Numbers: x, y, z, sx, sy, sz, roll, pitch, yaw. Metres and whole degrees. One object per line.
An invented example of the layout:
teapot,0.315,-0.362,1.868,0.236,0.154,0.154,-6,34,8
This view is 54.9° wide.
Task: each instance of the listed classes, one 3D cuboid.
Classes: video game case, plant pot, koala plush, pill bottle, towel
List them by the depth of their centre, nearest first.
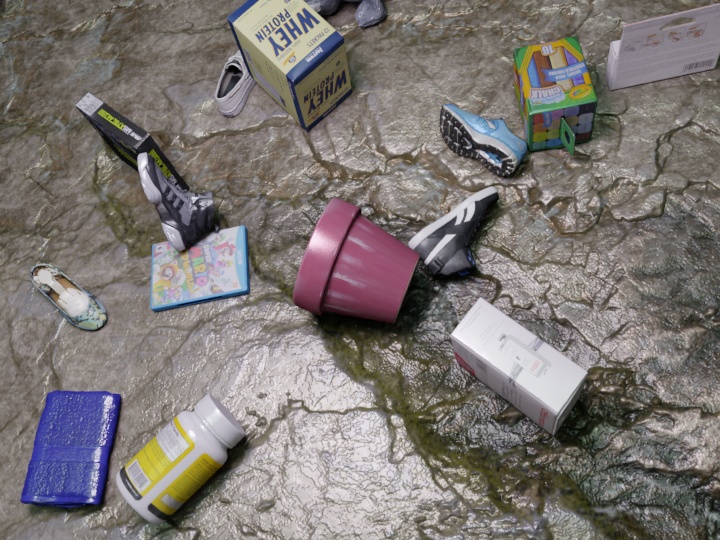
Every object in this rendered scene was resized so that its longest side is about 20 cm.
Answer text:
pill bottle,-0.296,0.311,1.157,0.200,0.115,0.114,-43,64,-9
plant pot,0.000,0.000,1.204,0.177,0.200,0.202,22,71,5
towel,-0.513,0.319,1.244,0.145,0.050,0.203,0,65,5
video game case,-0.316,-0.005,1.363,0.197,0.018,0.145,-11,63,7
koala plush,-0.070,-0.630,1.526,0.198,0.184,0.179,-18,61,17

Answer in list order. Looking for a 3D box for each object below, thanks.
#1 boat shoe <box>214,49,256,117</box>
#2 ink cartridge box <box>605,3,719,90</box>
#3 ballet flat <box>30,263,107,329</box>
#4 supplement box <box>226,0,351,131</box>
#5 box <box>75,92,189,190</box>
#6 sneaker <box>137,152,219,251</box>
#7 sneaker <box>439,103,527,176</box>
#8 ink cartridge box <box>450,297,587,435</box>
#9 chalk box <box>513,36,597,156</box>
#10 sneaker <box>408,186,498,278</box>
boat shoe,-0.270,-0.438,1.528,0.071,0.066,0.202,15,70,19
ink cartridge box,0.562,-0.421,1.268,0.197,0.177,0.045,-10,63,7
ballet flat,-0.585,0.049,1.371,0.199,0.074,0.075,30,75,23
supplement box,-0.137,-0.431,1.404,0.134,0.200,0.200,-42,75,-8
box,-0.461,-0.250,1.413,0.199,0.194,0.048,34,73,24
sneaker,-0.346,-0.145,1.336,0.113,0.202,0.076,-23,25,-7
sneaker,0.236,-0.261,1.340,0.200,0.079,0.090,40,60,22
ink cartridge box,0.246,0.153,1.089,0.199,0.147,0.083,36,77,24
chalk box,0.362,-0.308,1.291,0.122,0.125,0.202,-9,62,8
sneaker,0.193,-0.057,1.252,0.199,0.073,0.112,-34,82,-15
